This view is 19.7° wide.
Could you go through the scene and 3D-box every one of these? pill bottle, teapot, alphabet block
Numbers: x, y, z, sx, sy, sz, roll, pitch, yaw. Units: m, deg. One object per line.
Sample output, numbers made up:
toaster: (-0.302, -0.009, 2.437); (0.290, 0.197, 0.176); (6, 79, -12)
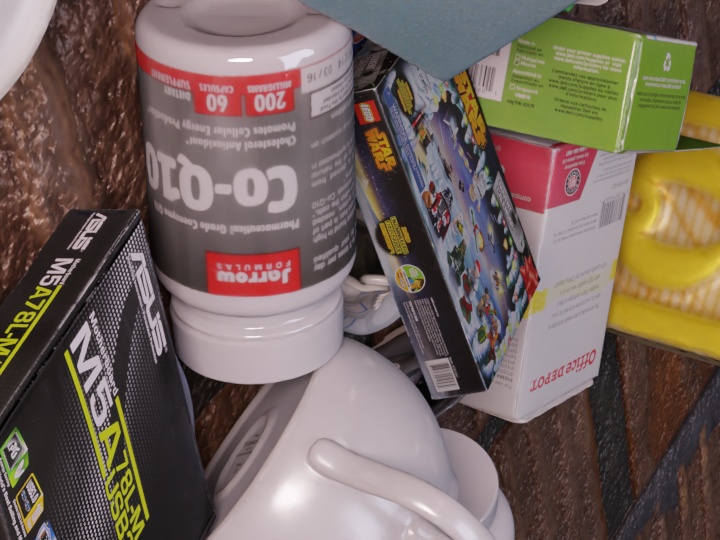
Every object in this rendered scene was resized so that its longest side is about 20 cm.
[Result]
pill bottle: (-0.059, -0.047, 1.111); (0.114, 0.114, 0.201); (-38, 136, -47)
teapot: (-0.009, 0.143, 1.190); (0.198, 0.146, 0.200); (-51, -170, 24)
alphabet block: (0.280, -0.027, 1.651); (0.200, 0.195, 0.197); (18, 87, -63)
pill bottle: (0.045, 0.196, 1.389); (0.113, 0.112, 0.200); (-53, 158, -33)

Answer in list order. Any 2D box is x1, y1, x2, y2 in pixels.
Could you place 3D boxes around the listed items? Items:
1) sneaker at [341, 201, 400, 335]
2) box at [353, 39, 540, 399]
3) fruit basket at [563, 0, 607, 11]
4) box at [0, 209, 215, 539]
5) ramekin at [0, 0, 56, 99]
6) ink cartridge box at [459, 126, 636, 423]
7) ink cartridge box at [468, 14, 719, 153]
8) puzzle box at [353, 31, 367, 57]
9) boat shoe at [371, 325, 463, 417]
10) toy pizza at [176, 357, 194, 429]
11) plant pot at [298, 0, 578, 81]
sneaker: (0.000, 0.000, 1.273); (0.200, 0.086, 0.075); (34, 73, -62)
box: (0.046, -0.044, 1.232); (0.200, 0.040, 0.137); (69, 27, -23)
fruit basket: (0.103, -0.255, 1.219); (0.094, 0.185, 0.200); (38, 71, -52)
box: (-0.137, 0.104, 1.007); (0.193, 0.047, 0.201); (-60, 146, -52)
ramekin: (-0.203, -0.138, 0.815); (0.200, 0.105, 0.201); (-36, 133, -49)
ink cartridge box: (0.122, -0.009, 1.486); (0.145, 0.083, 0.201); (-19, 120, -58)
ink cartridge box: (0.146, -0.126, 1.349); (0.200, 0.147, 0.076); (-8, 111, -60)
puzzle box: (0.042, -0.157, 1.328); (0.200, 0.025, 0.133); (-51, 144, -35)
boat shoe: (0.012, 0.088, 1.368); (0.200, 0.057, 0.067); (-34, 133, -50)
toy pizza: (-0.158, 0.118, 1.108); (0.200, 0.032, 0.201); (-33, 131, -50)
plant pot: (0.065, -0.241, 1.063); (0.196, 0.200, 0.196); (18, 54, -62)
